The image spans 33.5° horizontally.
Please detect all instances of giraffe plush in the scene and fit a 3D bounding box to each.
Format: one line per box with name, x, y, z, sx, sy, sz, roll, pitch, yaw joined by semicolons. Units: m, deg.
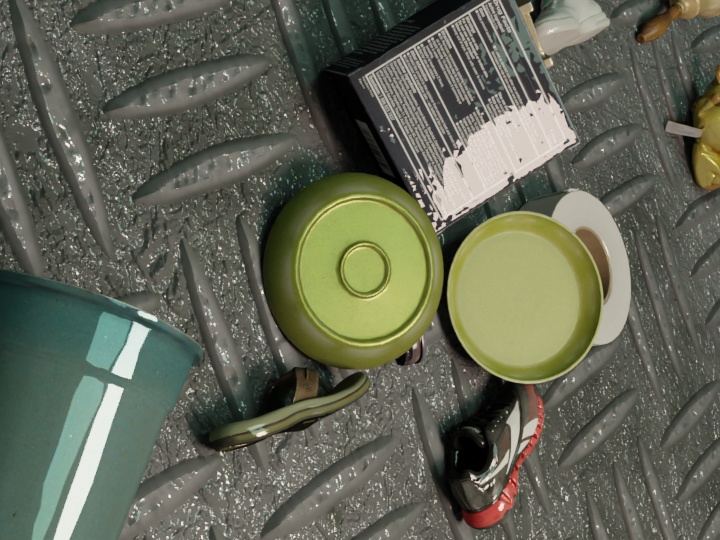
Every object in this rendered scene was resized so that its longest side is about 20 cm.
giraffe plush;0.600;-0.238;1.948;0.199;0.173;0.163;29;41;0

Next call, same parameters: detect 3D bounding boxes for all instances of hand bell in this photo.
hand bell;0.504;-0.417;1.928;0.200;0.104;0.105;-38;109;-33

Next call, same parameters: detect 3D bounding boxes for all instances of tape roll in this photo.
tape roll;0.271;0.000;1.555;0.201;0.070;0.205;15;70;-45

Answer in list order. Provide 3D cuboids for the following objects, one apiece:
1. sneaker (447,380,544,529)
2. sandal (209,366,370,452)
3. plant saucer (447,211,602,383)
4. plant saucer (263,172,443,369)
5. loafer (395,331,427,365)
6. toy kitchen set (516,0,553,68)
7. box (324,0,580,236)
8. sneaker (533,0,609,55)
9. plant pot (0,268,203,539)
sneaker;0.153;0.191;1.372;0.098;0.070;0.201;51;49;-29
sandal;-0.064;0.122;1.149;0.200;0.080;0.058;-12;75;-48
plant saucer;0.191;0.033;1.420;0.197;0.031;0.203;2;82;-16
plant saucer;0.000;0.000;1.215;0.198;0.031;0.203;1;88;-20
loafer;0.009;0.011;1.274;0.062;0.072;0.202;-19;88;-29
toy kitchen set;0.109;-0.303;1.453;0.200;0.179;0.165;-105;171;-72
box;0.100;-0.179;1.306;0.197;0.123;0.201;-31;108;-6
sneaker;0.271;-0.355;1.660;0.199;0.075;0.089;-26;87;-54
plant pot;-0.236;0.125;0.878;0.199;0.199;0.198;29;67;-40
